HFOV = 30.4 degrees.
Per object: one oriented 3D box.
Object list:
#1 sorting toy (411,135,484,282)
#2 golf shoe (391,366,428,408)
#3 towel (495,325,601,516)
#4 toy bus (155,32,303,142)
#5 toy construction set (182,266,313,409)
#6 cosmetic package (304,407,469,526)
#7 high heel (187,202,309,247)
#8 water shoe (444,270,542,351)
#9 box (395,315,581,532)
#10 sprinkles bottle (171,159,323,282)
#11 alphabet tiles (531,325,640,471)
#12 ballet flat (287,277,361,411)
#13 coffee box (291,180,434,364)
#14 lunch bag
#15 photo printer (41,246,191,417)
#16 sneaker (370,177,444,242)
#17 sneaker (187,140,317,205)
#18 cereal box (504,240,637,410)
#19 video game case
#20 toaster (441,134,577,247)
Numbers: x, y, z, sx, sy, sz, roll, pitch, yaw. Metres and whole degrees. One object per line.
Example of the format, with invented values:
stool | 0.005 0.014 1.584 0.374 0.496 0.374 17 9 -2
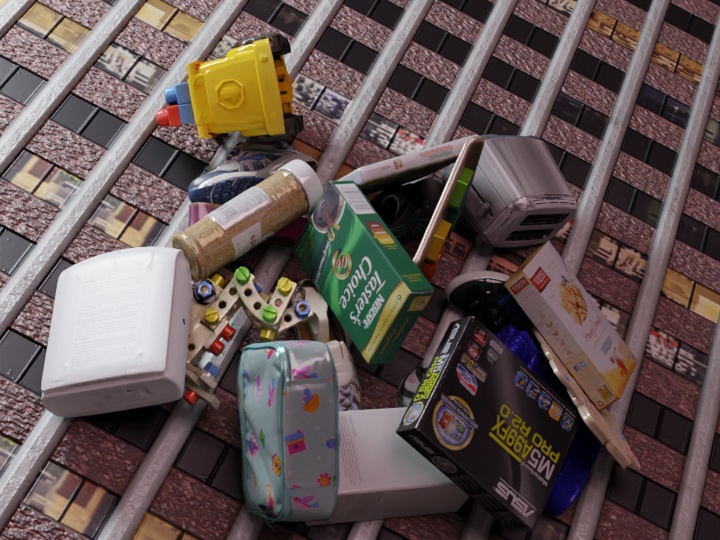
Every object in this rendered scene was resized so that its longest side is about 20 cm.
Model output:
sorting toy | 0.103 -0.056 1.689 0.036 0.185 0.202 27 76 6
golf shoe | 0.141 0.151 1.645 0.197 0.093 0.073 -2 51 -26
towel | 0.218 0.181 1.627 0.200 0.049 0.148 49 45 -17
toy bus | -0.179 -0.234 1.792 0.189 0.200 0.138 -11 98 4
toy construction set | -0.160 0.077 1.572 0.130 0.093 0.200 35 59 10
cosmetic package | 0.028 0.225 1.544 0.197 0.085 0.109 1 54 -23
high heel | -0.134 -0.026 1.710 0.197 0.067 0.098 6 75 -20
water shoe | 0.206 0.062 1.754 0.197 0.072 0.080 17 47 -9
box | 0.152 0.177 1.524 0.200 0.044 0.161 42 58 -19
sprinkles bottle | -0.138 -0.063 1.644 0.199 0.069 0.068 -34 70 -28
alphabet tiles | 0.279 0.161 1.655 0.196 0.015 0.201 47 12 -27
ballet flat | -0.046 0.092 1.631 0.071 0.072 0.202 -4 56 -25
coffee box | 0.000 0.000 1.608 0.044 0.124 0.201 -3 47 -41
lunch bag | -0.085 0.179 1.461 0.076 0.160 0.204 1 87 -26
photo printer | -0.276 0.062 1.522 0.164 0.070 0.202 -10 51 10
sneaker | 0.060 -0.081 1.805 0.075 0.080 0.200 39 47 14
sneaker | -0.157 -0.126 1.768 0.198 0.078 0.085 -18 51 -41
cereal box | 0.272 0.067 1.697 0.201 0.039 0.144 53 27 -1
video game case | 0.040 -0.128 1.750 0.180 0.200 0.023 -18 89 -24
toaster | 0.217 -0.111 1.865 0.198 0.114 0.130 -4 57 -46
